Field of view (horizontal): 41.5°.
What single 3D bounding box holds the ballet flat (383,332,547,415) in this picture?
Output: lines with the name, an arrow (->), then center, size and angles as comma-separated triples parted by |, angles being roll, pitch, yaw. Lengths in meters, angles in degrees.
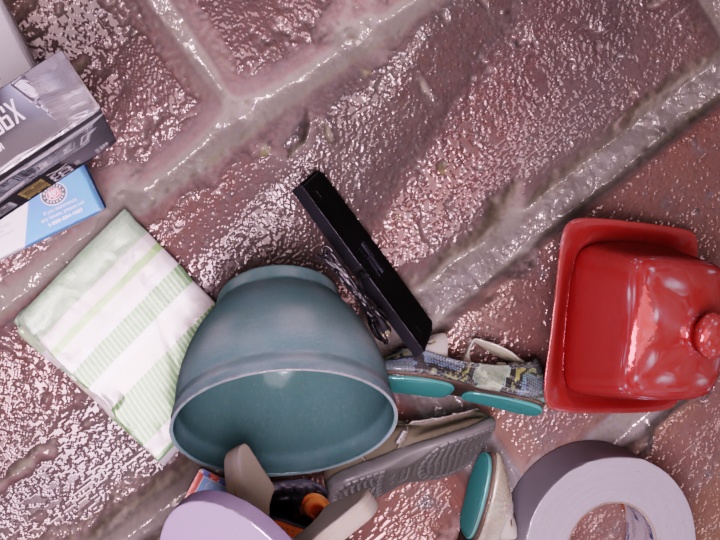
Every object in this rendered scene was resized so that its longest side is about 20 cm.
ballet flat -> 0.098, 0.100, 0.973 | 0.197, 0.074, 0.075 | 13, 91, -15

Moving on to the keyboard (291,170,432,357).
keyboard -> 0.000, 0.000, 0.908 | 0.020, 0.127, 0.201 | -35, 97, 21

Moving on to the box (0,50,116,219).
box -> -0.266, -0.085, 0.714 | 0.157, 0.200, 0.050 | -36, 97, -9

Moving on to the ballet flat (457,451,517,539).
ballet flat -> 0.129, 0.283, 0.988 | 0.061, 0.067, 0.203 | 14, 101, -11

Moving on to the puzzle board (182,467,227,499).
puzzle board -> -0.142, 0.320, 0.953 | 0.149, 0.017, 0.202 | 29, 87, -13

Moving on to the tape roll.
tape roll -> 0.254, 0.289, 1.014 | 0.197, 0.066, 0.204 | -1, 95, -13

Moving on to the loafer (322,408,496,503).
loafer -> 0.047, 0.171, 0.952 | 0.198, 0.070, 0.076 | -12, 140, -27

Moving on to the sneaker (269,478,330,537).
sneaker -> -0.037, 0.270, 0.901 | 0.198, 0.078, 0.112 | 27, 126, -16

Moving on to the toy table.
toy table -> -0.075, 0.253, 0.799 | 0.182, 0.117, 0.202 | -16, 102, 21

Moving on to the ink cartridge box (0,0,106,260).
ink cartridge box -> -0.334, -0.114, 0.841 | 0.144, 0.084, 0.202 | -26, 100, -9

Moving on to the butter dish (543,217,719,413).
butter dish -> 0.301, 0.055, 0.950 | 0.198, 0.147, 0.203 | 4, 94, -29

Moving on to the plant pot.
plant pot -> -0.071, 0.082, 0.859 | 0.197, 0.201, 0.136 | 3, 54, -13

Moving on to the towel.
towel -> -0.210, 0.067, 0.916 | 0.153, 0.023, 0.200 | -45, 100, -7
